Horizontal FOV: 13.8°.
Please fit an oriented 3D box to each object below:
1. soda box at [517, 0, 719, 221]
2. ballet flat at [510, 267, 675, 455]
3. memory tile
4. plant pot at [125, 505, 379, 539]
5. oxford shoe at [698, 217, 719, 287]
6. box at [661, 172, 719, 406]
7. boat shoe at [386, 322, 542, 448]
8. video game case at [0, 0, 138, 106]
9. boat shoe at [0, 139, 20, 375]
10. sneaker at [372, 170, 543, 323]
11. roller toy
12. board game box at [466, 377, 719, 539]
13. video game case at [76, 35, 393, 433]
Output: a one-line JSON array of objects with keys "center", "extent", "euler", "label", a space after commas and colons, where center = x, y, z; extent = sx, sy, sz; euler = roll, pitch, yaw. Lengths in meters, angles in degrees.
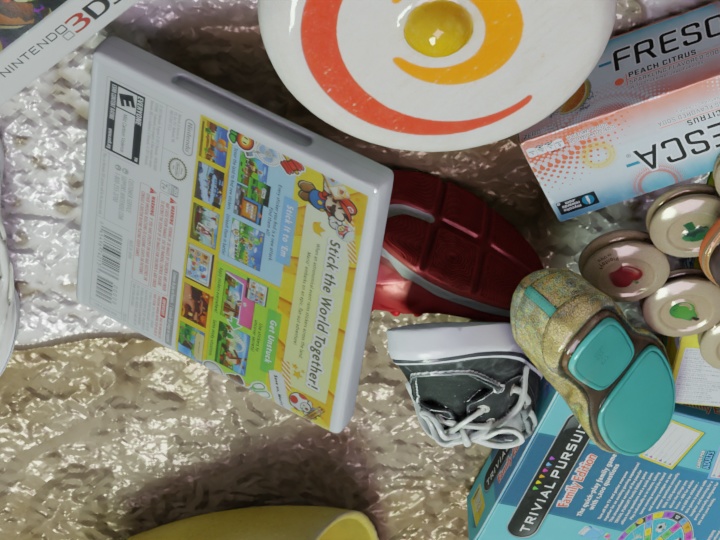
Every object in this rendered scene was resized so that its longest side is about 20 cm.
[{"center": [0.187, -0.099, 1.636], "extent": [0.199, 0.064, 0.068], "euler": [-18, 132, 15], "label": "soda box"}, {"center": [0.131, 0.048, 1.704], "extent": [0.070, 0.071, 0.200], "euler": [-16, 156, 13], "label": "ballet flat"}, {"center": [0.237, -0.018, 1.668], "extent": [0.153, 0.017, 0.200], "euler": [31, 127, -34], "label": "memory tile"}, {"center": [-0.089, 0.231, 1.864], "extent": [0.142, 0.200, 0.200], "euler": [13, 136, 21], "label": "plant pot"}, {"center": [0.277, -0.023, 1.600], "extent": [0.200, 0.073, 0.071], "euler": [-21, 136, 17], "label": "oxford shoe"}, {"center": [0.249, -0.003, 1.737], "extent": [0.117, 0.048, 0.200], "euler": [5, 134, -6], "label": "box"}, {"center": [0.062, 0.069, 1.711], "extent": [0.073, 0.068, 0.199], "euler": [-2, 172, 11], "label": "boat shoe"}, {"center": [-0.213, -0.186, 1.565], "extent": [0.181, 0.036, 0.200], "euler": [-34, 125, 24], "label": "video game case"}, {"center": [-0.230, 0.005, 1.717], "extent": [0.072, 0.066, 0.200], "euler": [5, 132, -6], "label": "boat shoe"}, {"center": [0.000, 0.000, 1.727], "extent": [0.200, 0.078, 0.116], "euler": [24, 137, -6], "label": "sneaker"}, {"center": [0.040, -0.159, 1.527], "extent": [0.199, 0.140, 0.183], "euler": [-1, 133, -1], "label": "roller toy"}, {"center": [0.186, 0.128, 1.852], "extent": [0.199, 0.047, 0.151], "euler": [15, 130, -14], "label": "board game box"}, {"center": [-0.074, -0.018, 1.666], "extent": [0.182, 0.023, 0.200], "euler": [26, 137, 16], "label": "video game case"}]
